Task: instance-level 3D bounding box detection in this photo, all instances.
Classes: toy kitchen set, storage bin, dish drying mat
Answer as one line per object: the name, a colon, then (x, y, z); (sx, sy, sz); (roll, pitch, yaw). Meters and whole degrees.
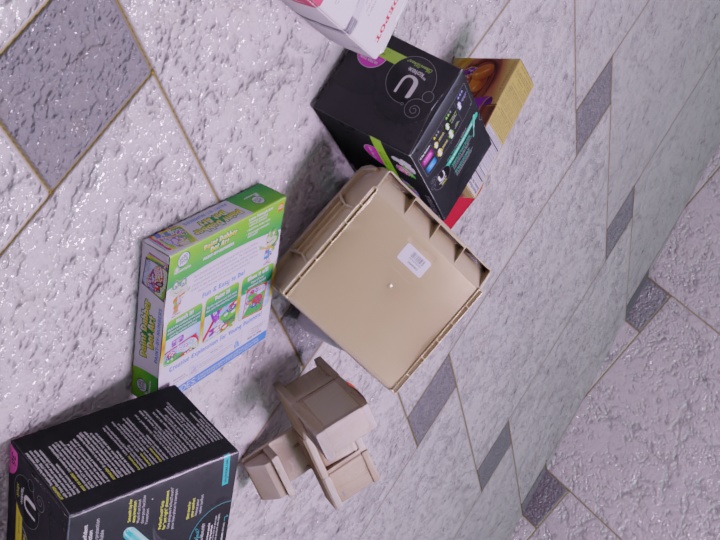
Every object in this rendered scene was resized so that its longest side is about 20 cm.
toy kitchen set: (-0.057, 0.264, 1.485); (0.162, 0.180, 0.202); (-30, 115, -13)
storage bin: (0.024, 0.008, 1.362); (0.199, 0.200, 0.094); (-48, -161, -1)
dish drying mat: (0.144, -0.095, 1.781); (0.201, 0.018, 0.077); (-50, 152, -28)

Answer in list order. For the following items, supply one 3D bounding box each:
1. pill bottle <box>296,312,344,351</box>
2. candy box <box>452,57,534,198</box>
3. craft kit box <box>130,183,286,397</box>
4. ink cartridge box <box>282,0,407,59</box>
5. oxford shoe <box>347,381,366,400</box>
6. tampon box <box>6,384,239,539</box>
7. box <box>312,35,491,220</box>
pill bottle: (0.000, 0.000, 1.464); (0.203, 0.115, 0.116); (-64, 156, 2)
candy box: (0.142, -0.197, 1.519); (0.057, 0.115, 0.202); (50, 61, -41)
craft kit box: (-0.168, 0.026, 1.240); (0.199, 0.048, 0.200); (-32, 144, -50)
ink cartridge box: (-0.019, -0.324, 1.137); (0.148, 0.082, 0.200); (-64, 156, 1)
oxford shoe: (-0.026, 0.211, 1.677); (0.072, 0.072, 0.199); (-64, 156, 2)
tampon box: (-0.246, 0.236, 1.143); (0.198, 0.126, 0.152); (-15, 129, -40)
box: (0.056, -0.177, 1.360); (0.125, 0.147, 0.200); (-58, 155, -8)
